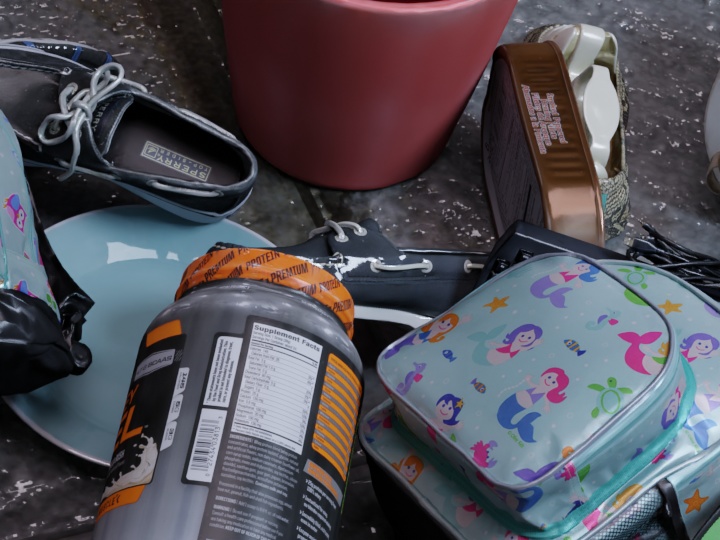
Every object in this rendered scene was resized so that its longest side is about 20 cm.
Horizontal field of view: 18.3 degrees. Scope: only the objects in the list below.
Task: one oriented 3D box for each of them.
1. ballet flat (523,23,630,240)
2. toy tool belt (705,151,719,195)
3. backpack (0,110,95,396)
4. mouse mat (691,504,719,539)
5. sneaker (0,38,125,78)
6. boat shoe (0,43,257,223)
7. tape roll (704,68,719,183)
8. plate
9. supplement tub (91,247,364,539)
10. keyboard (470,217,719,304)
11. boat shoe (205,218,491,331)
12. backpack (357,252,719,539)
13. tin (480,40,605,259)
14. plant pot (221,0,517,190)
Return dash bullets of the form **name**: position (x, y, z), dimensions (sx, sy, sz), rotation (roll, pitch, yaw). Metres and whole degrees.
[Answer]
- **ballet flat**: position (0.144, -0.109, 1.428), dimensions (0.068, 0.075, 0.200), rotation (3, 47, -7)
- **toy tool belt**: position (0.288, 0.002, 1.316), dimensions (0.200, 0.125, 0.123), rotation (30, 52, -6)
- **backpack**: position (-0.241, -0.028, 1.205), dimensions (0.166, 0.127, 0.201), rotation (-13, 68, 2)
- **mouse mat**: position (0.237, 0.153, 1.165), dimensions (0.008, 0.161, 0.200), rotation (2, 34, 44)
- **sneaker**: position (-0.240, -0.113, 1.364), dimensions (0.199, 0.076, 0.077), rotation (-6, 28, -27)
- **boat shoe**: position (-0.155, -0.083, 1.295), dimensions (0.199, 0.068, 0.074), rotation (26, 75, -6)
- **tape roll**: position (0.326, -0.116, 1.383), dimensions (0.202, 0.203, 0.139), rotation (20, 48, 8)
- **plate**: position (-0.117, 0.041, 1.278), dimensions (0.200, 0.026, 0.201), rotation (5, 48, -6)
- **supplement tub**: position (-0.066, 0.097, 1.147), dimensions (0.122, 0.123, 0.200), rotation (11, 58, 0)
- **keyboard**: position (0.163, 0.027, 1.258), dimensions (0.199, 0.104, 0.040), rotation (18, 18, -13)
- **boat shoe**: position (0.000, 0.000, 1.267), dimensions (0.200, 0.061, 0.076), rotation (12, 2, -35)
- **backpack**: position (0.115, 0.082, 1.167), dimensions (0.200, 0.151, 0.178), rotation (-28, 41, -18)
- **tin**: position (0.107, -0.051, 1.345), dimensions (0.042, 0.112, 0.200), rotation (-4, 48, -7)
- **plant pot**: position (0.000, -0.160, 1.380), dimensions (0.200, 0.178, 0.201), rotation (5, 47, -5)
